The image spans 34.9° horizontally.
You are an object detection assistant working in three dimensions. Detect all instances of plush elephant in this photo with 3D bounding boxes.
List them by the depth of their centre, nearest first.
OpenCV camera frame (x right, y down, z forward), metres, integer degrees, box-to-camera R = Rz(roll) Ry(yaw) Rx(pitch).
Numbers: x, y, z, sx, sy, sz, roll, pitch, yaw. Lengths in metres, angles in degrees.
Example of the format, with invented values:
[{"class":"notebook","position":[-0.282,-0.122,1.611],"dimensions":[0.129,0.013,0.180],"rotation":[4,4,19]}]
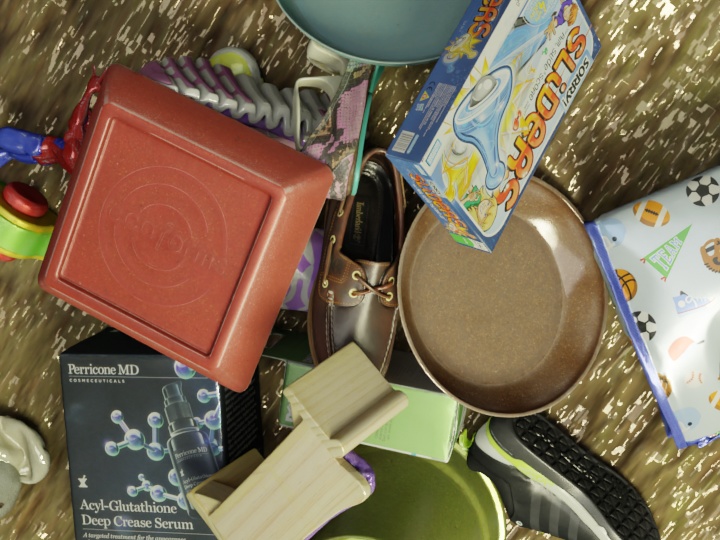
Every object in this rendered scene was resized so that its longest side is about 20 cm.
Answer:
[{"class":"plush elephant","position":[-0.388,0.203,1.067],"dimensions":[0.155,0.200,0.165],"rotation":[30,120,-18]}]

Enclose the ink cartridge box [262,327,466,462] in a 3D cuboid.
[{"class":"ink cartridge box","position":[-0.010,0.101,0.983],"dimensions":[0.199,0.104,0.060],"rotation":[11,102,10]}]

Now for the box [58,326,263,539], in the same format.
[{"class":"box","position":[-0.172,0.158,1.028],"dimensions":[0.148,0.107,0.201],"rotation":[-1,99,13]}]

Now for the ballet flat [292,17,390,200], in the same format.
[{"class":"ballet flat","position":[-0.015,-0.147,0.908],"dimensions":[0.071,0.069,0.200],"rotation":[17,63,-2]}]

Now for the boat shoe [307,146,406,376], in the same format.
[{"class":"boat shoe","position":[0.000,0.000,0.910],"dimensions":[0.070,0.070,0.201],"rotation":[5,75,-20]}]

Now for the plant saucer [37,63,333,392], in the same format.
[{"class":"plant saucer","position":[-0.146,-0.028,0.880],"dimensions":[0.199,0.037,0.200],"rotation":[27,108,9]}]

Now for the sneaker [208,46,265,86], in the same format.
[{"class":"sneaker","position":[-0.147,-0.101,0.990],"dimensions":[0.075,0.076,0.200],"rotation":[33,104,6]}]

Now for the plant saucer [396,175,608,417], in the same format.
[{"class":"plant saucer","position":[0.111,0.018,0.934],"dimensions":[0.200,0.037,0.201],"rotation":[3,83,-25]}]

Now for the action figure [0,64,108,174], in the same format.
[{"class":"action figure","position":[-0.278,-0.131,1.015],"dimensions":[0.199,0.065,0.099],"rotation":[13,73,22]}]

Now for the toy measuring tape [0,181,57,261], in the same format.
[{"class":"toy measuring tape","position":[-0.287,-0.021,1.038],"dimensions":[0.200,0.074,0.074],"rotation":[37,105,4]}]

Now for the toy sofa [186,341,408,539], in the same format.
[{"class":"toy sofa","position":[-0.043,0.153,0.885],"dimensions":[0.098,0.083,0.200],"rotation":[49,134,9]}]

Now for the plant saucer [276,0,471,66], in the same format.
[{"class":"plant saucer","position":[0.026,-0.237,0.904],"dimensions":[0.199,0.027,0.201],"rotation":[0,64,0]}]

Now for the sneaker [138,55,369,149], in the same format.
[{"class":"sneaker","position":[-0.094,-0.112,0.944],"dimensions":[0.200,0.081,0.089],"rotation":[13,120,-27]}]

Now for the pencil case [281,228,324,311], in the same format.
[{"class":"pencil case","position":[-0.099,0.002,0.966],"dimensions":[0.199,0.084,0.086],"rotation":[2,87,-9]}]

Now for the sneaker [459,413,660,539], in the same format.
[{"class":"sneaker","position":[0.172,0.198,0.993],"dimensions":[0.200,0.072,0.083],"rotation":[44,126,3]}]

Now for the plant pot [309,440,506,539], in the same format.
[{"class":"plant pot","position":[0.015,0.248,0.964],"dimensions":[0.200,0.184,0.201],"rotation":[2,101,12]}]

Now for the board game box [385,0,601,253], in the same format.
[{"class":"board game box","position":[0.106,-0.131,0.863],"dimensions":[0.034,0.135,0.200],"rotation":[20,75,37]}]

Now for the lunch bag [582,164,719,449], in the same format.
[{"class":"lunch bag","position":[0.287,0.022,0.898],"dimensions":[0.170,0.124,0.200],"rotation":[-24,88,13]}]
